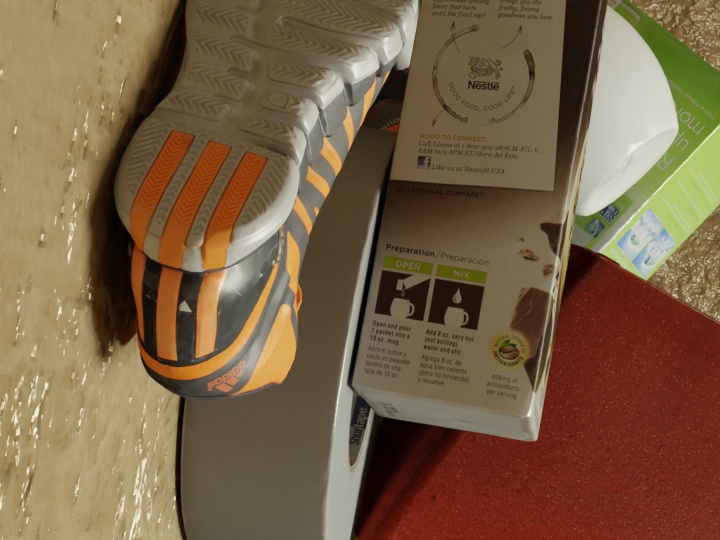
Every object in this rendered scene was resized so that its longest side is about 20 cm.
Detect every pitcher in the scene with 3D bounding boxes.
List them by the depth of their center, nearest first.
[{"bbox_3d":[0.100,-0.123,1.317,0.121,0.200,0.172,-36,164,-20],"label":"pitcher"}]

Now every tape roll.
[{"bbox_3d":[-0.026,0.033,0.935,0.200,0.066,0.202,8,90,-84],"label":"tape roll"}]

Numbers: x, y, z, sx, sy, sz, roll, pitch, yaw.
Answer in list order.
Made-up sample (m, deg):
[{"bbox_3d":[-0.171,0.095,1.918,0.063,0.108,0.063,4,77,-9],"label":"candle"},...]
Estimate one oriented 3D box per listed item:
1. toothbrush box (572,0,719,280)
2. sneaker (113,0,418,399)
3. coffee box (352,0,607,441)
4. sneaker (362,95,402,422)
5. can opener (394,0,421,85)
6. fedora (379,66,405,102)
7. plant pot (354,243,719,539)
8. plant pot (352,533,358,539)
[{"bbox_3d":[0.151,-0.069,1.386,0.200,0.146,0.086,-46,148,3],"label":"toothbrush box"},{"bbox_3d":[-0.039,-0.035,0.748,0.200,0.077,0.112,-59,164,-44],"label":"sneaker"},{"bbox_3d":[0.056,-0.034,0.912,0.113,0.079,0.201,57,42,-79],"label":"coffee box"},{"bbox_3d":[0.000,0.000,1.084,0.201,0.077,0.082,-67,-149,24],"label":"sneaker"},{"bbox_3d":[0.053,-0.089,1.049,0.067,0.053,0.201,-123,-170,-63],"label":"can opener"},{"bbox_3d":[0.039,-0.148,1.129,0.177,0.090,0.201,-56,154,-75],"label":"fedora"},{"bbox_3d":[0.120,0.092,1.066,0.177,0.199,0.200,-61,-175,2],"label":"plant pot"},{"bbox_3d":[0.011,0.254,1.166,0.142,0.200,0.200,-48,159,-23],"label":"plant pot"}]
